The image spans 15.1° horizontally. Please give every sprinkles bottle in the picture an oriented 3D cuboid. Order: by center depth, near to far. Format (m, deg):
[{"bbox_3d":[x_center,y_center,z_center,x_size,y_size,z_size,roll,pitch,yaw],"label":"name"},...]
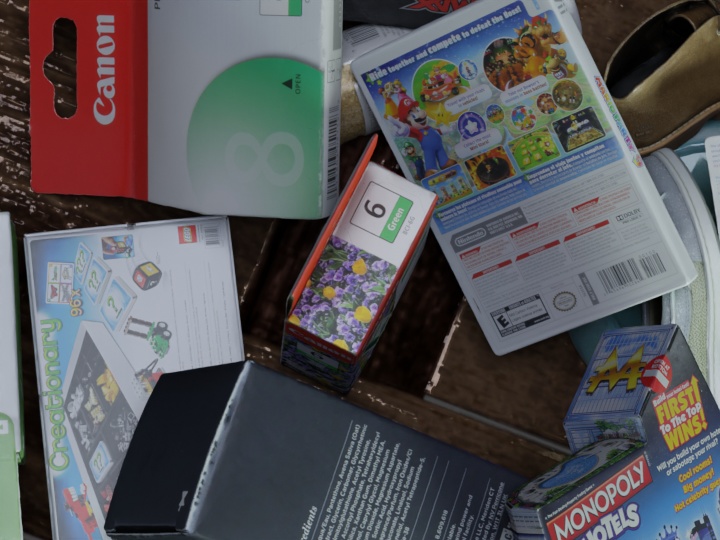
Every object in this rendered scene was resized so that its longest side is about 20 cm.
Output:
[{"bbox_3d":[0.035,-0.131,1.675,0.200,0.068,0.068,-23,80,-8],"label":"sprinkles bottle"}]

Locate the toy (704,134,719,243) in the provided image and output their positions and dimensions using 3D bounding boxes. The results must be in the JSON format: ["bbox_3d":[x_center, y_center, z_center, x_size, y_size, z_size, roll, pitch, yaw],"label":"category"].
[{"bbox_3d":[0.266,0.015,1.642,0.115,0.047,0.200,-7,85,-20],"label":"toy"}]

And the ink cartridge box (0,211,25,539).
[{"bbox_3d":[-0.253,0.069,1.614,0.104,0.059,0.200,-3,78,-5],"label":"ink cartridge box"}]

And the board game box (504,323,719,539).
[{"bbox_3d":[0.154,0.142,1.528,0.200,0.062,0.200,-25,102,-43],"label":"board game box"}]

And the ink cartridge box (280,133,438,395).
[{"bbox_3d":[0.000,0.000,1.575,0.050,0.200,0.109,27,78,3],"label":"ink cartridge box"}]

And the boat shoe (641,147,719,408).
[{"bbox_3d":[0.183,0.028,1.624,0.065,0.074,0.202,-7,86,-6],"label":"boat shoe"}]

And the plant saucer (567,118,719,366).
[{"bbox_3d":[0.221,-0.001,1.682,0.200,0.027,0.200,1,78,-5],"label":"plant saucer"}]

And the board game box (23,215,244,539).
[{"bbox_3d":[-0.131,0.071,1.635,0.126,0.035,0.200,-5,78,-6],"label":"board game box"}]

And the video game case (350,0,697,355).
[{"bbox_3d":[0.095,-0.061,1.600,0.143,0.018,0.200,-22,98,34],"label":"video game case"}]

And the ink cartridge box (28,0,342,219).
[{"bbox_3d":[-0.110,-0.117,1.617,0.200,0.050,0.161,3,100,12],"label":"ink cartridge box"}]

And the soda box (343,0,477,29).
[{"bbox_3d":[0.005,-0.194,1.643,0.200,0.071,0.063,8,55,20],"label":"soda box"}]

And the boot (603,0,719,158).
[{"bbox_3d":[0.223,-0.147,1.681,0.200,0.075,0.074,-40,61,-19],"label":"boot"}]

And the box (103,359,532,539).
[{"bbox_3d":[-0.022,0.136,1.544,0.200,0.148,0.104,25,76,-21],"label":"box"}]
